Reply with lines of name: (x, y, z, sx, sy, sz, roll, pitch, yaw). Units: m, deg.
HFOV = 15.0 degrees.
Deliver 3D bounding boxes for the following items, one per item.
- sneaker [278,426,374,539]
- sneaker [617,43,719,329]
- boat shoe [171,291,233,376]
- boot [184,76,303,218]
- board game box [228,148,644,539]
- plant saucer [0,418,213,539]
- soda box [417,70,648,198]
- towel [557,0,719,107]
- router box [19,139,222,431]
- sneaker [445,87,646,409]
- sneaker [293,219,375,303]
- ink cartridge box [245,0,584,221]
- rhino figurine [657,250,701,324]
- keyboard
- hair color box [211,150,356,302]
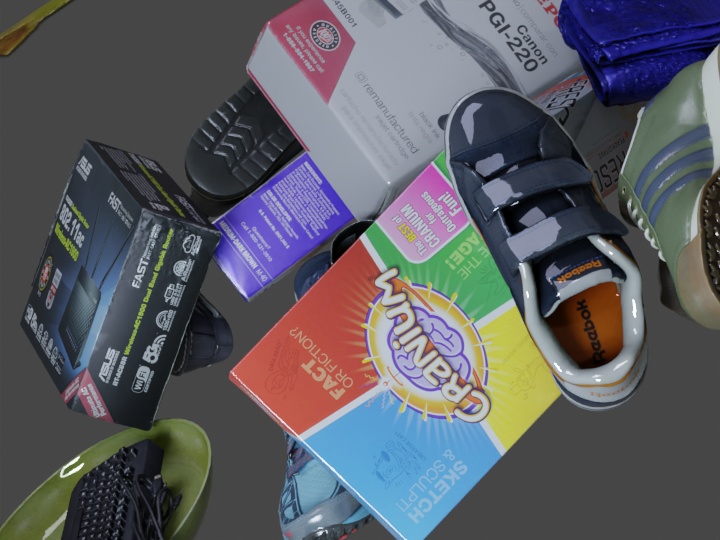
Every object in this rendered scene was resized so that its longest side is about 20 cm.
sneaker: (-0.032, 0.095, 1.707, 0.079, 0.096, 0.200, -28, 27, 20)
sneaker: (0.188, -0.037, 1.567, 0.090, 0.067, 0.200, -31, 37, 40)
boat shoe: (-0.145, 0.037, 2.022, 0.063, 0.073, 0.200, 2, 10, -18)
boot: (-0.050, -0.118, 1.963, 0.200, 0.078, 0.138, -36, -4, -11)
board game box: (0.045, 0.042, 1.617, 0.200, 0.153, 0.040, -47, -4, -7)
plant saucer: (-0.173, 0.180, 1.824, 0.200, 0.031, 0.200, -30, 26, 16)
soda box: (0.122, -0.071, 1.746, 0.063, 0.069, 0.200, -13, 14, 38)
towel: (0.234, -0.163, 1.761, 0.200, 0.050, 0.148, -10, 27, -5)
router box: (-0.172, 0.007, 1.922, 0.150, 0.062, 0.200, -69, 23, 10)
sneaker: (0.111, -0.019, 1.561, 0.078, 0.200, 0.079, -26, -7, -3)
sneaker: (0.000, 0.000, 1.839, 0.075, 0.085, 0.200, -45, 26, -15)
ink cartridge box: (0.047, -0.146, 1.854, 0.200, 0.146, 0.085, -33, -10, -22)
rhino figurine: (0.216, -0.041, 1.653, 0.087, 0.060, 0.200, -27, 31, 22)
keyboard: (-0.164, 0.166, 1.754, 0.104, 0.040, 0.200, -29, 27, 18)
hair color box: (-0.019, -0.060, 1.946, 0.200, 0.065, 0.109, -39, 0, -2)
